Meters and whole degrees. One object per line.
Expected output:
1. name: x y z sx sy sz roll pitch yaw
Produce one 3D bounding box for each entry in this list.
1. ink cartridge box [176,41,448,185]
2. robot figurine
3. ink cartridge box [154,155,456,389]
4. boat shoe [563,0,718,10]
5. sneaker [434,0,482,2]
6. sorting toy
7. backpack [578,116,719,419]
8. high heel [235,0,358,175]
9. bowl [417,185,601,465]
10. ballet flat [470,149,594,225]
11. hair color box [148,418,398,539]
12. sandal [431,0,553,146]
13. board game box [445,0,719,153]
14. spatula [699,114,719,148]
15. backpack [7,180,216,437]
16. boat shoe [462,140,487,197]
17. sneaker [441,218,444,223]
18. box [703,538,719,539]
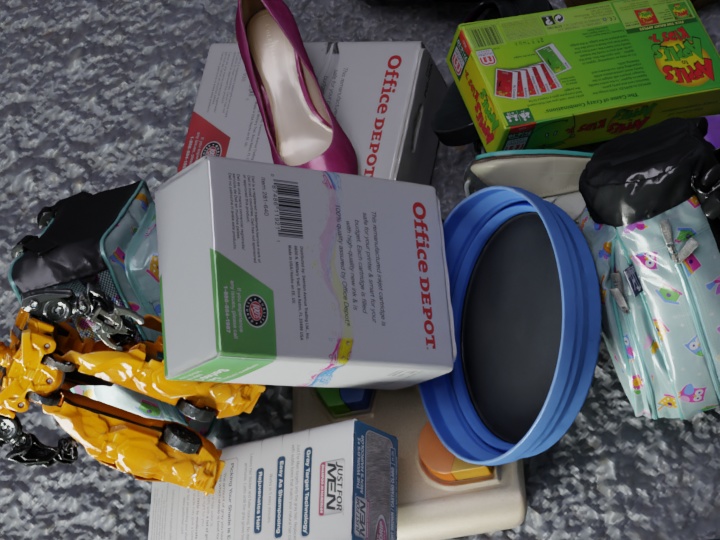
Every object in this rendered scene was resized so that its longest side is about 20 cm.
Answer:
1. ink cartridge box: -0.039 -0.112 1.404 0.200 0.083 0.147 4 68 23
2. robot figurine: -0.180 0.087 1.204 0.145 0.200 0.058 -63 20 13
3. ink cartridge box: -0.039 0.007 1.202 0.084 0.200 0.145 -26 64 52
4. boat shoe: 0.265 -0.255 1.367 0.200 0.074 0.066 -9 50 16
5. sneaker: 0.054 -0.268 1.458 0.200 0.078 0.070 26 112 49
6. sorting toy: 0.031 0.113 1.294 0.185 0.036 0.200 -12 62 16
7. backpack: 0.224 0.005 1.185 0.127 0.167 0.200 -14 105 17
8. high heel: -0.055 -0.132 1.315 0.067 0.096 0.200 -18 61 13
9. bowl: 0.104 0.040 1.194 0.201 0.039 0.201 -19 68 60
10. ballet flat: 0.178 -0.061 1.261 0.200 0.069 0.069 -5 56 -23
11. hair color box: -0.068 0.182 1.253 0.200 0.061 0.100 -16 62 34
12. sandal: 0.107 -0.181 1.360 0.075 0.048 0.200 -13 35 33
13. board game box: 0.179 -0.154 1.300 0.200 0.048 0.102 -12 63 -18
14. spatula: 0.309 -0.040 1.264 0.056 0.021 0.200 -8 64 -9
15. backpack: -0.171 0.043 1.314 0.153 0.200 0.176 -11 20 7
16. boat shoe: 0.119 -0.069 1.337 0.071 0.072 0.200 -14 50 24
17. sneaker: 0.000 0.000 1.340 0.200 0.075 0.079 -2 56 32
18. box: 0.212 0.258 1.055 0.200 0.197 0.124 -9 62 17
